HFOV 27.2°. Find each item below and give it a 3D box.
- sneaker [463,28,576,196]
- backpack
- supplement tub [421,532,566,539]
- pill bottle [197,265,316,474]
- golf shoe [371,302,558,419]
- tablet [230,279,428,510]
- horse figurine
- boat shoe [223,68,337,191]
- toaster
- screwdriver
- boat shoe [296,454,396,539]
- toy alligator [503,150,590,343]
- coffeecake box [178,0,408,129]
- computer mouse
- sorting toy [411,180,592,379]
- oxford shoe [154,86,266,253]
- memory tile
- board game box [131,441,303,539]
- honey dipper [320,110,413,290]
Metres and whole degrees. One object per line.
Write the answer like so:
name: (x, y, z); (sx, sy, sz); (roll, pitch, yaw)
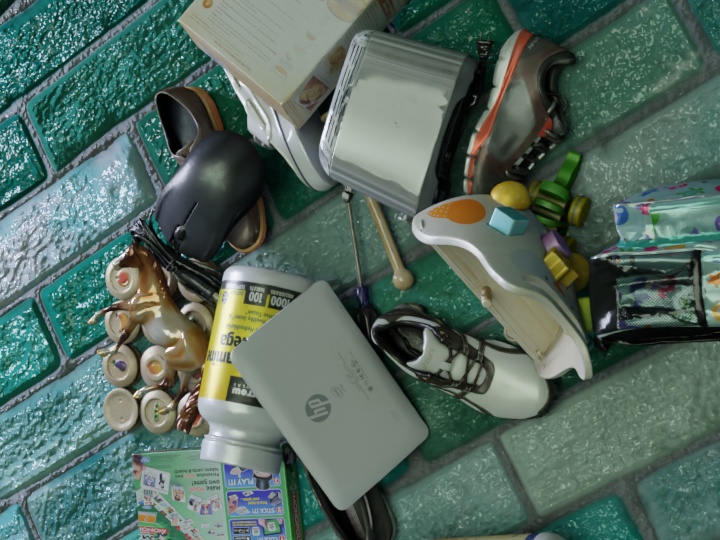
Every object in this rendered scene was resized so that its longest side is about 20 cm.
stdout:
sneaker: (0.158, -0.130, 1.449); (0.081, 0.077, 0.202); (18, 100, 21)
backpack: (0.314, -0.005, 1.322); (0.198, 0.177, 0.153); (2, 98, 22)
supplement tub: (0.110, 0.333, 1.449); (0.198, 0.144, 0.146); (-8, 88, 26)
pill bottle: (-0.106, 0.104, 1.542); (0.111, 0.112, 0.203); (6, 81, 25)
golf shoe: (0.096, 0.097, 1.477); (0.198, 0.094, 0.079); (22, 100, 22)
tablet: (-0.029, 0.126, 1.504); (0.130, 0.014, 0.201); (-38, 100, -19)
horse figurine: (-0.220, 0.077, 1.629); (0.132, 0.050, 0.201); (-41, 83, 24)
boat shoe: (-0.090, -0.162, 1.572); (0.065, 0.072, 0.201); (-36, 76, 27)
toaster: (0.042, -0.154, 1.470); (0.128, 0.114, 0.202); (19, 96, 9)
screwdriver: (0.000, 0.000, 1.561); (0.028, 0.029, 0.203); (-10, 84, 26)
boat shoe: (-0.028, 0.205, 1.560); (0.067, 0.057, 0.201); (-35, 77, 24)
toy alligator: (0.173, -0.020, 1.456); (0.059, 0.054, 0.202); (23, 101, 24)
coffeecake box: (-0.060, -0.274, 1.516); (0.153, 0.073, 0.200); (40, 87, 20)
computer mouse: (-0.168, -0.057, 1.567); (0.138, 0.053, 0.201); (38, 125, 7)
sorting toy: (0.156, 0.021, 1.348); (0.107, 0.180, 0.200); (-40, 110, 10)
oxford shoe: (-0.169, -0.108, 1.609); (0.071, 0.073, 0.201); (-34, 78, 22)
memory tile: (-0.227, 0.084, 1.676); (0.152, 0.017, 0.203); (2, 93, 26)
board game box: (-0.158, 0.262, 1.642); (0.198, 0.029, 0.136); (-6, 90, 26)
honey dipper: (0.012, -0.074, 1.547); (0.038, 0.038, 0.202); (-24, 86, 24)
